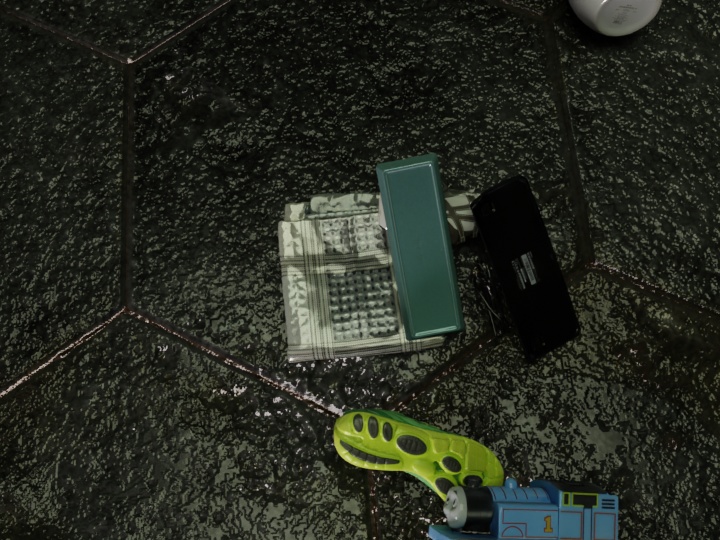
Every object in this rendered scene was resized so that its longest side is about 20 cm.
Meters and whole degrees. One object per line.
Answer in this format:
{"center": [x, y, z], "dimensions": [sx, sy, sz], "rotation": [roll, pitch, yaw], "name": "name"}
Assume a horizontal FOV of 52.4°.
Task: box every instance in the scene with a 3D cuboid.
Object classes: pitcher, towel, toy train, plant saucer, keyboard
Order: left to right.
{"center": [0.000, 0.000, 0.867], "dimensions": [0.189, 0.035, 0.203], "rotation": [-5, 73, 2], "name": "towel"}
{"center": [0.068, -0.022, 0.806], "dimensions": [0.069, 0.019, 0.203], "rotation": [-10, 100, 2], "name": "plant saucer"}
{"center": [0.171, 0.003, 0.828], "dimensions": [0.103, 0.040, 0.203], "rotation": [-25, 101, -11], "name": "keyboard"}
{"center": [0.164, 0.268, 0.735], "dimensions": [0.196, 0.087, 0.116], "rotation": [6, 79, -12], "name": "toy train"}
{"center": [0.335, -0.399, 0.929], "dimensions": [0.168, 0.122, 0.203], "rotation": [0, 62, -12], "name": "pitcher"}

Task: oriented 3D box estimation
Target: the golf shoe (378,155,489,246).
{"center": [0.110, -0.059, 0.852], "dimensions": [0.197, 0.078, 0.096], "rotation": [19, 91, -10], "name": "golf shoe"}

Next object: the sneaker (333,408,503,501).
{"center": [0.065, 0.190, 0.785], "dimensions": [0.198, 0.084, 0.075], "rotation": [24, 95, -9], "name": "sneaker"}
